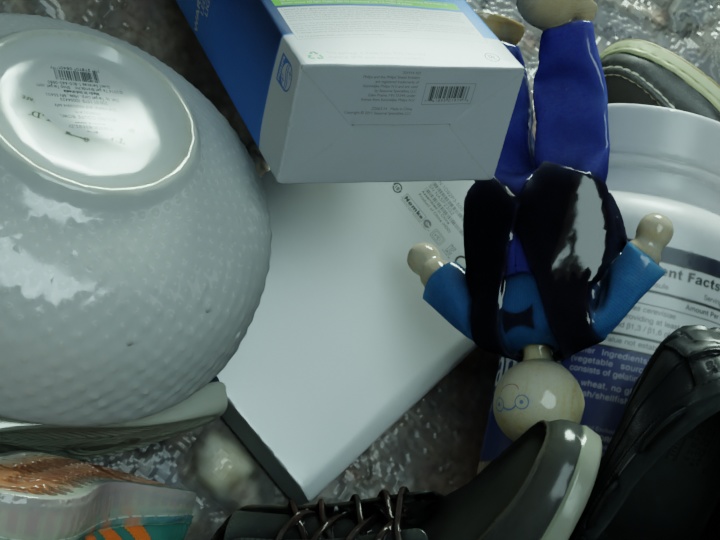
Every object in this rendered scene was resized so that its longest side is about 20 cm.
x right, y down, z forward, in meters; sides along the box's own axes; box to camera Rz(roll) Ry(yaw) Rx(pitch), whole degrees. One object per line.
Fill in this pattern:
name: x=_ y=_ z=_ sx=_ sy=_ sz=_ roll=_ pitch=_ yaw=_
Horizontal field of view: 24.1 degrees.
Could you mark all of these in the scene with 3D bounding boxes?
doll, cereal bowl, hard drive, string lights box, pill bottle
doll: x=0.075 y=-0.019 z=0.758 sx=0.048 sy=0.136 sz=0.200 roll=14 pitch=68 yaw=-52
cereal bowl: x=-0.126 y=-0.038 z=0.703 sx=0.200 sy=0.083 sz=0.200 roll=16 pitch=44 yaw=-16
hard drive: x=0.000 y=0.000 z=0.825 sx=0.200 sy=0.026 sz=0.132 roll=-41 pitch=93 yaw=-26
string lights box: x=-0.016 y=-0.117 z=0.768 sx=0.103 sy=0.059 sz=0.200 roll=-2 pitch=35 yaw=-23
pill bottle: x=0.126 y=0.027 z=0.807 sx=0.111 sy=0.111 sz=0.200 roll=15 pitch=80 yaw=-18

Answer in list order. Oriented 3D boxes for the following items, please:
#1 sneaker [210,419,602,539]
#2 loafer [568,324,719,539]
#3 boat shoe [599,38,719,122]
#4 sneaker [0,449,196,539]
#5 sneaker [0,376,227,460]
sneaker: x=0.006 y=0.117 z=0.717 sx=0.106 sy=0.200 sz=0.075 roll=40 pitch=20 yaw=-5
loafer: x=0.117 y=0.119 z=0.703 sx=0.068 sy=0.070 sz=0.201 roll=17 pitch=112 yaw=-5
boat shoe: x=0.183 y=-0.031 z=0.884 sx=0.200 sy=0.073 sz=0.065 roll=50 pitch=58 yaw=-4
sneaker: x=-0.123 y=0.117 z=0.669 sx=0.071 sy=0.200 sz=0.080 roll=12 pitch=88 yaw=14
sneaker: x=-0.154 y=0.036 z=0.725 sx=0.200 sy=0.075 sz=0.085 roll=1 pitch=71 yaw=-26
